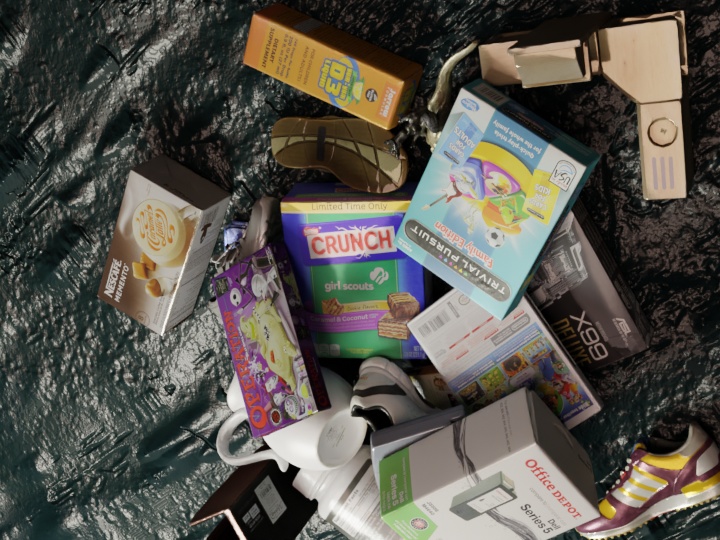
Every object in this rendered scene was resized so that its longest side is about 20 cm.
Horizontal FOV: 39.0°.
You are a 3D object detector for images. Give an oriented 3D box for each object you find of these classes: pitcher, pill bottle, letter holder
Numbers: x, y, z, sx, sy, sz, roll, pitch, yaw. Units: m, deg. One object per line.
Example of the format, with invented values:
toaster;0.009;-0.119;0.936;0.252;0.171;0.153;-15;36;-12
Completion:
pitcher;-0.095;0.192;1.283;0.199;0.121;0.173;25;90;45
pill bottle;0.016;0.303;1.334;0.199;0.114;0.115;36;120;8
letter holder;-0.153;0.324;1.368;0.141;0.200;0.101;-25;99;30

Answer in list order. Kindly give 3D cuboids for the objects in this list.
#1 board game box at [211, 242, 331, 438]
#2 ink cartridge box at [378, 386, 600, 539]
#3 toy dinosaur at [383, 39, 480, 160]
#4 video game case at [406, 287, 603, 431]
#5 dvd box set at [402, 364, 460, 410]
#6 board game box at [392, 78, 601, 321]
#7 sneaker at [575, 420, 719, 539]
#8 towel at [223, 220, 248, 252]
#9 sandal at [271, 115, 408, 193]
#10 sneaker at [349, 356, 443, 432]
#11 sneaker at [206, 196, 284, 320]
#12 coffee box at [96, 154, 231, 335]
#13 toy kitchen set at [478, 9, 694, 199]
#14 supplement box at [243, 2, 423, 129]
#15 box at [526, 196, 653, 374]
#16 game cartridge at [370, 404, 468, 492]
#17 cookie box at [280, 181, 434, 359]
board game box;-0.108;0.083;1.196;0.119;0.032;0.203;-30;73;43
ink cartridge box;0.140;0.237;1.115;0.199;0.085;0.146;-31;123;22
toy dinosaur;0.076;-0.162;1.103;0.048;0.087;0.201;49;155;26
video game case;0.160;0.105;1.147;0.143;0.018;0.201;-38;84;29
dvd box set;0.145;0.181;1.241;0.198;0.029;0.148;-12;106;44
board game box;0.136;-0.071;1.062;0.150;0.047;0.202;35;125;17
sneaker;0.329;0.245;1.198;0.199;0.075;0.091;-30;88;24
towel;-0.090;0.022;1.322;0.197;0.024;0.147;13;116;19
sandal;-0.021;-0.144;1.210;0.198;0.054;0.082;15;103;34
sneaker;0.065;0.195;1.221;0.199;0.080;0.074;38;136;-7
sneaker;-0.151;-0.008;1.280;0.081;0.075;0.202;25;121;9
coffee box;-0.261;-0.033;1.345;0.113;0.080;0.202;30;119;11
toy kitchen set;0.223;-0.155;1.027;0.197;0.163;0.183;-1;110;25
supplement box;-0.032;-0.236;1.168;0.198;0.069;0.067;25;121;11
box;0.218;0.024;1.165;0.157;0.050;0.202;-26;99;32
game cartridge;0.090;0.247;1.198;0.132;0.041;0.201;-20;126;8
cookie box;0.000;0.000;1.224;0.168;0.075;0.203;0;111;11
